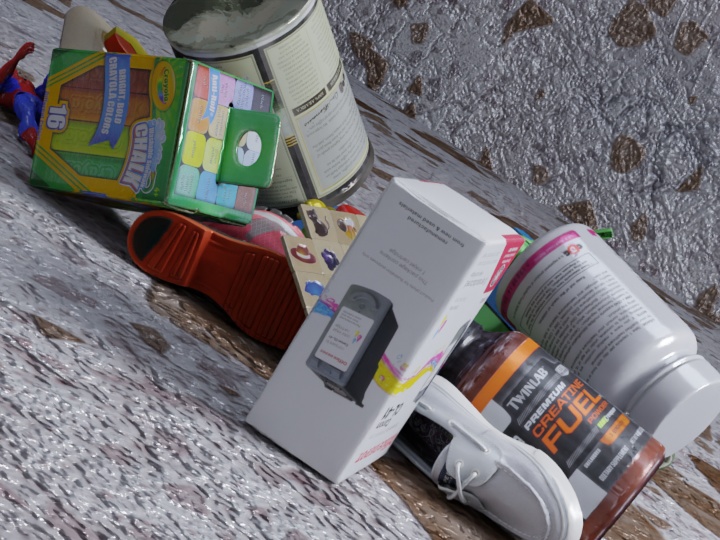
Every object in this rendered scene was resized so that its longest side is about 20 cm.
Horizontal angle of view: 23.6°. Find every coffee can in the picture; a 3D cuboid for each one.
[{"bbox_3d":[-0.082,-0.167,1.604,0.146,0.146,0.200,42,-22,48],"label":"coffee can"}]

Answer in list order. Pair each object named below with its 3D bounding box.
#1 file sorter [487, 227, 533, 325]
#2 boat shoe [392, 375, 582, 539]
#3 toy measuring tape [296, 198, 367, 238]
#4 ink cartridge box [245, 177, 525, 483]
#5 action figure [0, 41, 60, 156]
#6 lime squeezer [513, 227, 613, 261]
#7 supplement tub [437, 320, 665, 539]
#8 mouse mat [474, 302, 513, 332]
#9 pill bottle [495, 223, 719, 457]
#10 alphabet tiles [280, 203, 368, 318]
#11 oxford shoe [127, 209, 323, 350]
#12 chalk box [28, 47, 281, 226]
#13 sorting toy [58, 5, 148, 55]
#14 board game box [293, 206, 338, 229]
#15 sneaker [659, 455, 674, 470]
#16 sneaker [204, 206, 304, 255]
[{"bbox_3d":[0.119,0.030,1.741,0.123,0.139,0.200,23,12,-22],"label":"file sorter"},{"bbox_3d":[0.080,0.144,1.287,0.068,0.072,0.200,-9,42,-40],"label":"boat shoe"},{"bbox_3d":[0.000,0.000,1.534,0.074,0.074,0.200,17,26,-52],"label":"toy measuring tape"},{"bbox_3d":[0.020,0.039,1.223,0.086,0.200,0.148,33,11,12],"label":"ink cartridge box"},{"bbox_3d":[-0.302,-0.176,1.654,0.065,0.099,0.200,25,9,-36],"label":"action figure"},{"bbox_3d":[0.135,-0.007,1.592,0.071,0.200,0.038,17,-48,62],"label":"lime squeezer"},{"bbox_3d":[0.136,0.122,1.375,0.200,0.107,0.107,38,11,10],"label":"supplement tub"},{"bbox_3d":[0.064,0.064,1.532,0.161,0.008,0.200,-7,30,-22],"label":"mouse mat"},{"bbox_3d":[0.220,0.062,1.505,0.200,0.113,0.113,49,18,30],"label":"pill bottle"},{"bbox_3d":[0.012,0.038,1.417,0.166,0.006,0.200,7,56,-47],"label":"alphabet tiles"},{"bbox_3d":[-0.094,0.006,1.432,0.200,0.071,0.073,31,6,6],"label":"oxford shoe"},{"bbox_3d":[-0.160,-0.111,1.463,0.200,0.125,0.124,7,-4,33],"label":"chalk box"},{"bbox_3d":[-0.207,-0.169,1.686,0.200,0.036,0.185,40,19,-23],"label":"sorting toy"},{"bbox_3d":[-0.091,-0.036,1.663,0.158,0.039,0.200,-13,36,-36],"label":"board game box"},{"bbox_3d":[0.291,0.174,1.762,0.200,0.067,0.090,20,22,-46],"label":"sneaker"},{"bbox_3d":[-0.071,0.006,1.499,0.200,0.074,0.087,27,29,21],"label":"sneaker"}]
